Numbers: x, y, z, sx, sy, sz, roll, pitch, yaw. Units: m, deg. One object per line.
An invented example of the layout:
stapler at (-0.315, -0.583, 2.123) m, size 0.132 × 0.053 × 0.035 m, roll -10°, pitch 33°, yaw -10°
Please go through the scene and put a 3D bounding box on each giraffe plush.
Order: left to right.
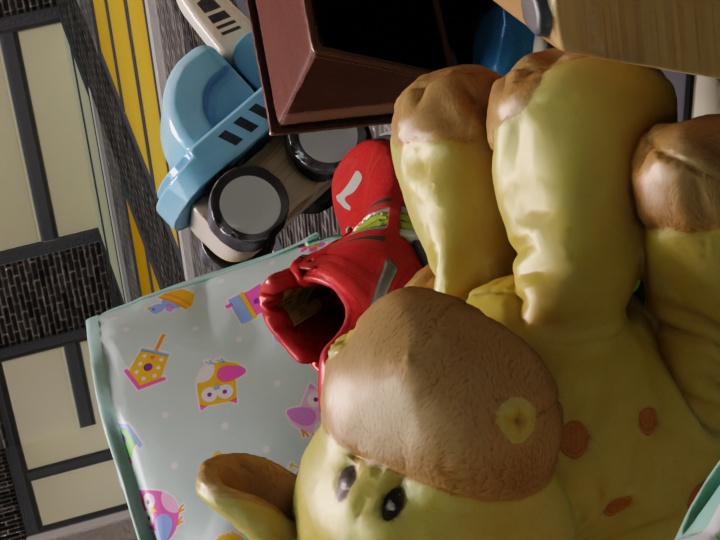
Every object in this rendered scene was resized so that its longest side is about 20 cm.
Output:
giraffe plush at (0.040, 0.045, 0.602) m, size 0.172 × 0.162 × 0.200 m, roll -1°, pitch 110°, yaw 47°

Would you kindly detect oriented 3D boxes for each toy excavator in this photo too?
toy excavator at (-0.077, -0.125, 1.208) m, size 0.200 × 0.194 × 0.100 m, roll 46°, pitch 165°, yaw 4°

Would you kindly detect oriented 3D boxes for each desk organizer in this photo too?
desk organizer at (-0.011, -0.161, 0.755) m, size 0.077 × 0.072 × 0.200 m, roll 127°, pitch 134°, yaw -69°

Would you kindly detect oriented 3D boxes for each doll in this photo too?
doll at (0.048, -0.110, 0.793) m, size 0.200 × 0.048 × 0.137 m, roll 100°, pitch 164°, yaw -62°

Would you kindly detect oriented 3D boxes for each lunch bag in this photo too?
lunch bag at (-0.048, 0.089, 1.064) m, size 0.122 × 0.170 × 0.200 m, roll 64°, pitch -172°, yaw -71°

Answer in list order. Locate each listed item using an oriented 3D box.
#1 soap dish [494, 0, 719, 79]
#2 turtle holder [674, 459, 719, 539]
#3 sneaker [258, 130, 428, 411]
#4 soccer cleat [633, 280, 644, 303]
soap dish at (0.061, -0.167, 0.585) m, size 0.157 × 0.081 × 0.200 m, roll -126°, pitch 23°, yaw -61°
turtle holder at (0.136, 0.072, 0.387) m, size 0.186 × 0.132 × 0.141 m, roll -162°, pitch 59°, yaw -77°
sneaker at (0.000, 0.000, 0.792) m, size 0.200 × 0.085 × 0.077 m, roll -107°, pitch 11°, yaw -63°
soccer cleat at (0.077, 0.044, 0.764) m, size 0.200 × 0.067 × 0.081 m, roll 89°, pitch -169°, yaw -46°
